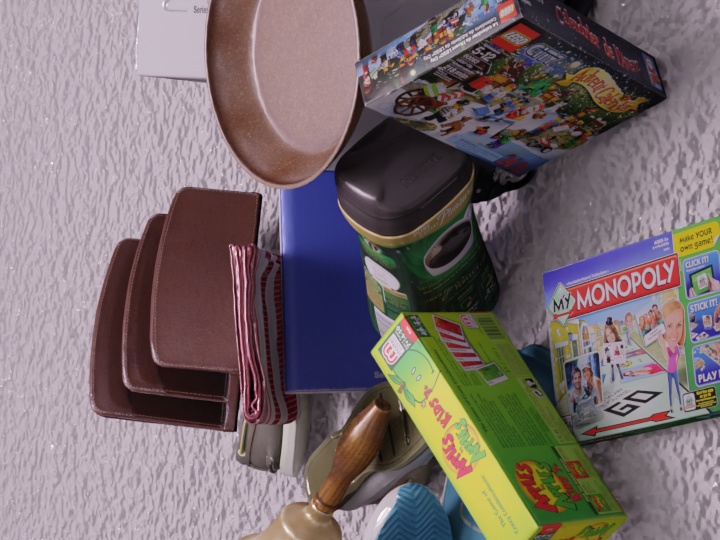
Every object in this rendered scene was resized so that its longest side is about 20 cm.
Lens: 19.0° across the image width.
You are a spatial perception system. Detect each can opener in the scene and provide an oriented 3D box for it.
[{"bbox_3d":[0.121,-0.140,1.670,0.079,0.063,0.200,44,123,33],"label":"can opener"}]

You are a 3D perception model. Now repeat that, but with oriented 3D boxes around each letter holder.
[{"bbox_3d":[-0.170,0.030,1.948,0.101,0.142,0.200,100,176,-53],"label":"letter holder"}]

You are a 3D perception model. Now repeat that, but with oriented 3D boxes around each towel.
[{"bbox_3d":[-0.074,0.055,1.784,0.200,0.023,0.145,25,-120,-81],"label":"towel"}]

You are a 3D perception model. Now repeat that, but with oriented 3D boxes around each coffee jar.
[{"bbox_3d":[0.044,-0.029,1.659,0.085,0.104,0.200,36,156,33],"label":"coffee jar"}]

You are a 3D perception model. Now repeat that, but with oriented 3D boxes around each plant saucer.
[{"bbox_3d":[-0.048,-0.161,1.594,0.200,0.037,0.201,8,101,52],"label":"plant saucer"}]

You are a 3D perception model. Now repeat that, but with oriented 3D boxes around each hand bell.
[{"bbox_3d":[-0.026,0.182,1.743,0.104,0.104,0.200,57,131,41],"label":"hand bell"}]

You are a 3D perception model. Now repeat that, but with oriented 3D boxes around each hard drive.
[{"bbox_3d":[0.000,0.000,1.786,0.025,0.131,0.201,131,137,-80],"label":"hard drive"}]

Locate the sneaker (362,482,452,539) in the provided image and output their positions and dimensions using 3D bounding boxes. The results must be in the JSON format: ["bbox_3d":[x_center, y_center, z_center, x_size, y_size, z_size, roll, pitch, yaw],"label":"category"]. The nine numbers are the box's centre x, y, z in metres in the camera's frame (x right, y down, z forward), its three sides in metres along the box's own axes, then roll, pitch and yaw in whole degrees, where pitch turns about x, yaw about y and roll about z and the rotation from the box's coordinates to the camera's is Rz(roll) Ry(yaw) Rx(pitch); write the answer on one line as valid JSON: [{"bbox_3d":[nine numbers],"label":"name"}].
[{"bbox_3d":[0.024,0.240,1.742,0.081,0.076,0.200,-114,25,-46],"label":"sneaker"}]

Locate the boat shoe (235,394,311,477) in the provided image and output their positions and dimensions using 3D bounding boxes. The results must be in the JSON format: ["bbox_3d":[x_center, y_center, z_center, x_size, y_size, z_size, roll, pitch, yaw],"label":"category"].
[{"bbox_3d":[-0.074,0.082,1.926,0.060,0.072,0.202,8,97,13],"label":"boat shoe"}]

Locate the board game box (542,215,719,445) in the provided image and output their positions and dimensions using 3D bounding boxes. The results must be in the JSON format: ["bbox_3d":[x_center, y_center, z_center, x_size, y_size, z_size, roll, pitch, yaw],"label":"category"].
[{"bbox_3d":[0.210,0.047,1.556,0.200,0.029,0.135,-21,71,54],"label":"board game box"}]

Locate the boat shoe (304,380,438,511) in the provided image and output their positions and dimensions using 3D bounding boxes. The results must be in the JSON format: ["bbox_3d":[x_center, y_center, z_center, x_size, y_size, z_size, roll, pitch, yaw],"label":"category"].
[{"bbox_3d":[0.029,0.142,1.780,0.200,0.068,0.075,-38,56,50],"label":"boat shoe"}]

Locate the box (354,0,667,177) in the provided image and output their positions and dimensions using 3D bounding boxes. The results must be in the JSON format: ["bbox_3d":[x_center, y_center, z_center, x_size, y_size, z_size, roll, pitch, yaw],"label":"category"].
[{"bbox_3d":[0.110,-0.135,1.535,0.136,0.200,0.038,-27,63,30],"label":"box"}]

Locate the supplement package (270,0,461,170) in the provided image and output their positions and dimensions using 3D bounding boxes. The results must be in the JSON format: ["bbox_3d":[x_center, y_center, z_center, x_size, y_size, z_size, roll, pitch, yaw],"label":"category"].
[{"bbox_3d":[0.000,-0.188,1.706,0.111,0.155,0.201,-128,44,-66],"label":"supplement package"}]

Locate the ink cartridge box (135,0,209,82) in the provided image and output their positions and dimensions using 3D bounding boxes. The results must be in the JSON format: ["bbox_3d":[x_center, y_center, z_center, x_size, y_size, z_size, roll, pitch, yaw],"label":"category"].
[{"bbox_3d":[-0.075,-0.198,1.846,0.146,0.199,0.084,9,96,56],"label":"ink cartridge box"}]

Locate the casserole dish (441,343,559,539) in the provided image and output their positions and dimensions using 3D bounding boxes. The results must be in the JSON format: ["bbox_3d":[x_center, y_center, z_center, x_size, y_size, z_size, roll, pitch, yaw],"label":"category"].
[{"bbox_3d":[0.111,0.155,1.687,0.121,0.039,0.201,29,112,54],"label":"casserole dish"}]

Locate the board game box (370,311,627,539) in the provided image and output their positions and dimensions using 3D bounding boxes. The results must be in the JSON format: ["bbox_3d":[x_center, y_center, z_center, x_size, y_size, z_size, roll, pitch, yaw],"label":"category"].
[{"bbox_3d":[0.101,0.120,1.586,0.048,0.101,0.200,-53,55,32],"label":"board game box"}]
